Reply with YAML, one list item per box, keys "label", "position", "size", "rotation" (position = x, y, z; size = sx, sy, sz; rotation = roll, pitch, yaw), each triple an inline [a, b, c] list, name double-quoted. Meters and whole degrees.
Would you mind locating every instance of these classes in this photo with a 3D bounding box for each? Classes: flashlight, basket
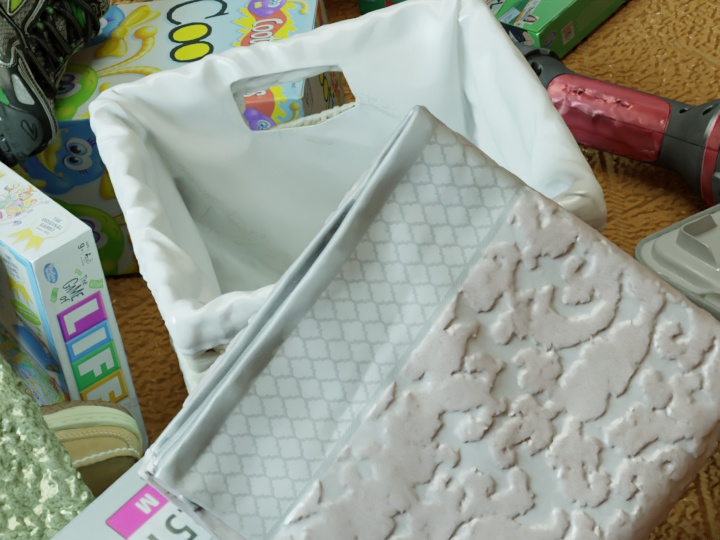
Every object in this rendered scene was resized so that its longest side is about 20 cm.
- label: "flashlight"
  position: [0.135, -0.074, 1.460]
  size: [0.200, 0.068, 0.068]
  rotation: [19, 49, 32]
- label: "basket"
  position: [0.000, 0.000, 1.323]
  size: [0.198, 0.161, 0.200]
  rotation: [-17, 38, -6]

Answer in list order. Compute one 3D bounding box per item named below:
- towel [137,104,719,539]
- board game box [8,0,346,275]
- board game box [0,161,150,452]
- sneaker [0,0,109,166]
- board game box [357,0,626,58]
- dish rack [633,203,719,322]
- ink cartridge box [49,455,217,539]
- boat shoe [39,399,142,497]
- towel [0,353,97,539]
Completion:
- label: "towel"
  position: [0.040, 0.062, 1.184]
  size: [0.200, 0.191, 0.032]
  rotation: [-53, 5, -6]
- label: "board game box"
  position: [-0.113, -0.068, 1.489]
  size: [0.200, 0.105, 0.103]
  rotation: [-6, 38, 10]
- label: "board game box"
  position: [-0.182, 0.000, 1.395]
  size: [0.034, 0.135, 0.200]
  rotation: [-31, 41, -23]
- label: "sneaker"
  position: [-0.167, -0.125, 1.428]
  size: [0.085, 0.078, 0.200]
  rotation: [-13, 38, -1]
- label: "board game box"
  position: [0.110, -0.191, 1.649]
  size: [0.134, 0.029, 0.200]
  rotation: [21, 48, 36]
- label: "dish rack"
  position: [0.228, 0.003, 1.295]
  size: [0.172, 0.044, 0.200]
  rotation: [33, 39, 33]
- label: "ink cartridge box"
  position: [-0.074, 0.177, 1.170]
  size: [0.173, 0.044, 0.200]
  rotation: [33, 54, 23]
- label: "boat shoe"
  position: [-0.184, 0.127, 1.299]
  size: [0.200, 0.072, 0.076]
  rotation: [-24, 53, -8]
- label: "towel"
  position: [-0.179, 0.121, 1.242]
  size: [0.148, 0.036, 0.200]
  rotation: [-28, 76, -23]
